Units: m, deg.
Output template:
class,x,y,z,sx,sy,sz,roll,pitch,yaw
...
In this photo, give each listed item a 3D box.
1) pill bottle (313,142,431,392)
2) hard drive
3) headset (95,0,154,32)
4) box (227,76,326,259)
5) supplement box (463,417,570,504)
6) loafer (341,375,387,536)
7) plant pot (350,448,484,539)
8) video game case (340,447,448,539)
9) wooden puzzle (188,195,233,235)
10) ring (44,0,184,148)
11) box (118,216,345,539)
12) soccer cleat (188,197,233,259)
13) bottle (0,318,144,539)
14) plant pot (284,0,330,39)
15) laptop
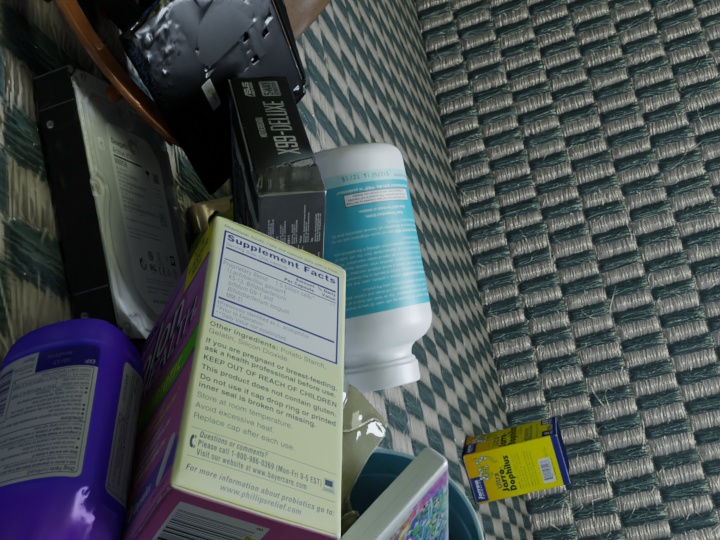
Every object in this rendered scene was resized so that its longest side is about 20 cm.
class,x,y,z,sx,sy,sz,roll,pitch,yaw
pill bottle,0.000,0.000,0.795,0.111,0.109,0.204,3,76,-75
hard drive,-0.179,-0.040,0.702,0.140,0.037,0.203,22,53,-74
headset,-0.161,-0.201,0.795,0.199,0.094,0.125,27,32,-46
box,-0.066,-0.020,0.705,0.159,0.049,0.202,-109,-162,-48
supplement box,0.322,0.391,1.897,0.109,0.197,0.111,-44,116,-75
loafer,-0.033,0.170,0.608,0.075,0.069,0.203,-10,-125,67
plant pot,0.012,0.297,0.819,0.190,0.196,0.202,82,4,-46
video game case,-0.008,0.239,0.616,0.199,0.024,0.184,-40,144,-29
wooden puzzle,-0.059,0.007,0.911,0.037,0.197,0.188,-24,-98,59
ring,-0.194,-0.178,0.728,0.202,0.019,0.201,57,7,-11
box,-0.091,0.106,0.569,0.095,0.177,0.202,22,40,-19
soccer cleat,-0.073,-0.034,0.848,0.084,0.199,0.065,49,-34,14
bottle,-0.164,0.122,0.485,0.066,0.082,0.202,60,19,-46
plant pot,-0.127,-0.282,0.936,0.202,0.184,0.188,-73,147,-43
laptop,-0.114,-0.201,0.731,0.201,0.103,0.178,-50,150,-17
